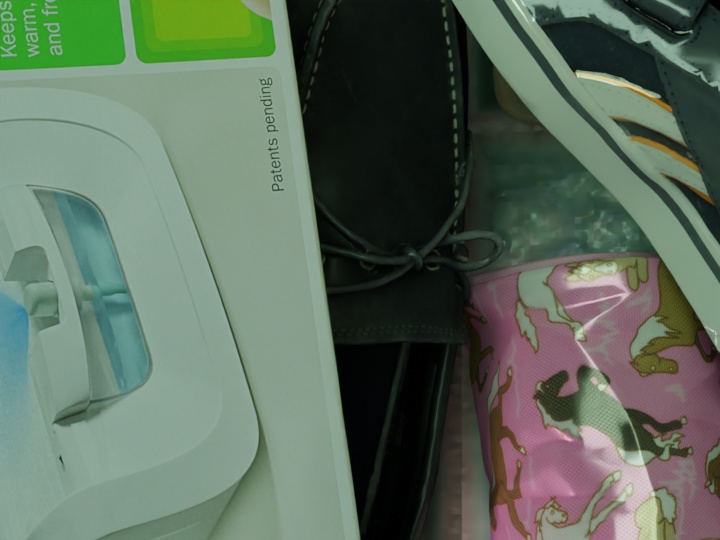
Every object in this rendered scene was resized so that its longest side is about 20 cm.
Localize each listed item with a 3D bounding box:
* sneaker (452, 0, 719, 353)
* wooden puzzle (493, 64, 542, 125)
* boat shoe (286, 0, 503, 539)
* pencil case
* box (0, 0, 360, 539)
[{"bbox_3d":[0.099,-0.047,0.746,0.079,0.078,0.200,-35,96,27],"label":"sneaker"},{"bbox_3d":[0.131,-0.111,0.769,0.199,0.046,0.186,6,117,16],"label":"wooden puzzle"},{"bbox_3d":[0.000,0.000,0.761,0.062,0.074,0.201,27,110,58],"label":"boat shoe"},{"bbox_3d":[0.070,0.092,0.777,0.086,0.083,0.201,-9,77,25],"label":"pencil case"},{"bbox_3d":[-0.102,0.017,0.678,0.176,0.097,0.201,-3,74,-15],"label":"box"}]
